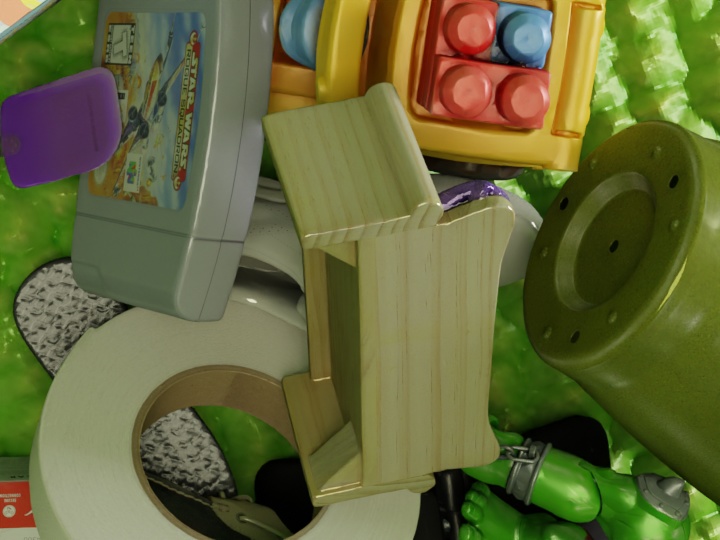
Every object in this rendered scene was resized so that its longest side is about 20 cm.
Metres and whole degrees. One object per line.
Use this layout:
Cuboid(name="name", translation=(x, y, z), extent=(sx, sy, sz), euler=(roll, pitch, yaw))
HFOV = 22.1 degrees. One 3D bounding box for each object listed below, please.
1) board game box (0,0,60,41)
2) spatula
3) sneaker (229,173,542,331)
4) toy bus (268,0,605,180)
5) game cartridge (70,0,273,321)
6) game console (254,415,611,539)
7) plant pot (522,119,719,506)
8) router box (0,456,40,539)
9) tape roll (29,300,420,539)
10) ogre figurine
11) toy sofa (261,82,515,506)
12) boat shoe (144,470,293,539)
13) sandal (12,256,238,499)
Cuboid(name="board game box", translation=(-0.204, -0.149, 0.874), extent=(0.103, 0.200, 0.105), euler=(-35, 101, 3))
Cuboid(name="spatula", translation=(-0.211, -0.047, 0.957), extent=(0.199, 0.021, 0.057), euler=(-23, 65, 21))
Cuboid(name="sneaker", translation=(0.000, 0.000, 0.968), extent=(0.198, 0.089, 0.076), euler=(1, 127, 0))
Cuboid(name="toy bus", translation=(0.026, -0.110, 0.906), extent=(0.198, 0.192, 0.137), euler=(8, 102, -4))
Cuboid(name="game cartridge", translation=(-0.094, -0.080, 0.924), extent=(0.041, 0.133, 0.202), euler=(5, 93, -31))
Cuboid(name="game console", translation=(0.052, 0.190, 1.053), extent=(0.175, 0.116, 0.202), euler=(-15, 104, -32))
Cuboid(name="plant pot", translation=(0.191, 0.024, 0.914), extent=(0.192, 0.200, 0.201), euler=(26, 98, -26))
Cuboid(name="router box", translation=(-0.255, 0.194, 0.990), extent=(0.198, 0.049, 0.181), euler=(0, 101, -19))
Cuboid(name="tape roll", translation=(-0.068, 0.102, 0.935), extent=(0.201, 0.204, 0.037), euler=(19, 140, -8))
Cuboid(name="ogre figurine", translation=(0.122, 0.168, 0.953), extent=(0.119, 0.098, 0.202), euler=(-4, 93, 26))
Cuboid(name="toy sofa", translation=(0.012, 0.015, 0.867), extent=(0.097, 0.083, 0.201), euler=(-11, 137, -9))
Cuboid(name="boat shoe", translation=(-0.061, 0.154, 0.974), extent=(0.199, 0.071, 0.063), euler=(33, 53, -3))
Cuboid(name="sandal", translation=(-0.123, 0.084, 1.012), extent=(0.076, 0.043, 0.202), euler=(-23, 94, -8))
